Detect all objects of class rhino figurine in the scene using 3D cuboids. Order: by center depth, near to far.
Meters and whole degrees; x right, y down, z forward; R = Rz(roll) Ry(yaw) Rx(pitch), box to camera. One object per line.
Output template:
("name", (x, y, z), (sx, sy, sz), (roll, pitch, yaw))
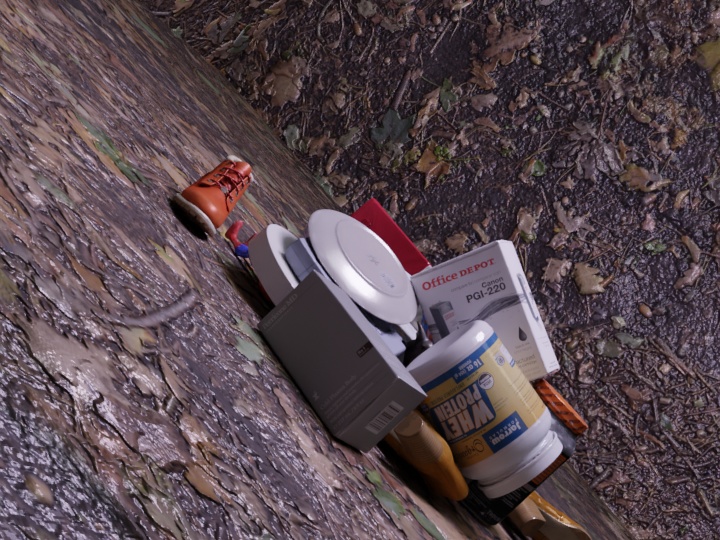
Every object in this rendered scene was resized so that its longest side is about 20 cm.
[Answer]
("rhino figurine", (0.086, 0.162, 1.691), (0.087, 0.060, 0.200), (-138, -143, -58))

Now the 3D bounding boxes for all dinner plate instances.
("dinner plate", (0.010, -0.011, 1.623), (0.200, 0.024, 0.200), (37, 28, -23))

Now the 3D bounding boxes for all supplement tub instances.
("supplement tub", (0.160, 0.182, 1.568), (0.200, 0.145, 0.145), (55, 5, -1))
("supplement tub", (0.219, 0.255, 1.694), (0.123, 0.200, 0.123), (46, 5, -5))

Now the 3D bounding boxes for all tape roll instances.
("tape roll", (-0.075, 0.027, 1.611), (0.203, 0.037, 0.203), (50, 12, -15))

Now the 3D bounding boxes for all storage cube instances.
("storage cube", (0.034, 0.021, 2.035), (0.180, 0.171, 0.200), (51, -1, 35))

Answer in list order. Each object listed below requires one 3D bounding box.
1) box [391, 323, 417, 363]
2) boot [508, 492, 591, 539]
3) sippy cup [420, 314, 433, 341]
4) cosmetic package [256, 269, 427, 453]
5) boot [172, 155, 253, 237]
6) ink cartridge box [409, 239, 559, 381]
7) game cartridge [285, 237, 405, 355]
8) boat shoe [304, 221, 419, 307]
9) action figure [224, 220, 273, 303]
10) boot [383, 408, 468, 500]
("box", (0.028, 0.113, 1.806), (0.124, 0.097, 0.200), (49, 5, 28))
("boot", (0.277, 0.374, 1.872), (0.201, 0.071, 0.144), (36, 14, -39))
("sippy cup", (0.148, 0.123, 1.947), (0.139, 0.131, 0.178), (-6, 14, -42))
("cosmetic package", (-0.025, 0.106, 1.414), (0.200, 0.107, 0.090), (48, 6, 35))
("boot", (-0.200, -0.112, 1.666), (0.075, 0.107, 0.200), (47, 7, -13))
("ink cartridge box", (0.176, 0.073, 1.684), (0.085, 0.145, 0.200), (3, 66, -69))
("game cartridge", (-0.020, 0.042, 1.591), (0.200, 0.041, 0.133), (52, 9, 7))
("boat shoe", (-0.002, 0.004, 1.695), (0.202, 0.075, 0.086), (41, 26, -6))
("action figure", (-0.132, -0.001, 1.691), (0.065, 0.052, 0.200), (45, 8, -44))
("boot", (0.057, 0.214, 1.544), (0.201, 0.071, 0.144), (39, -17, 54))
